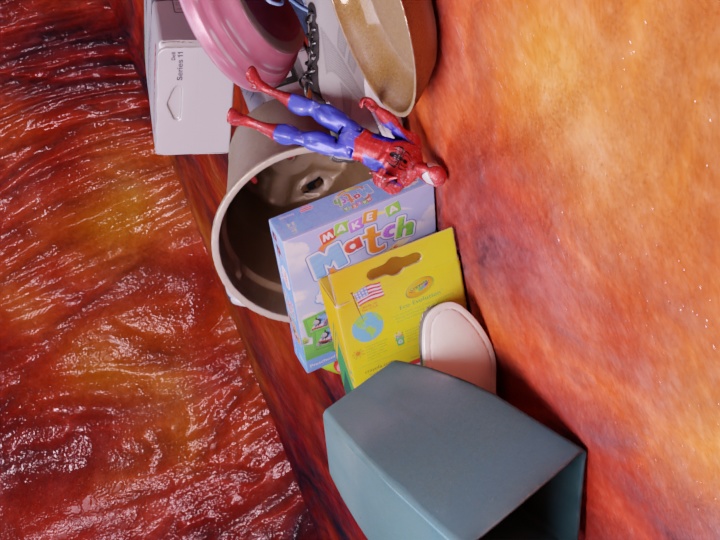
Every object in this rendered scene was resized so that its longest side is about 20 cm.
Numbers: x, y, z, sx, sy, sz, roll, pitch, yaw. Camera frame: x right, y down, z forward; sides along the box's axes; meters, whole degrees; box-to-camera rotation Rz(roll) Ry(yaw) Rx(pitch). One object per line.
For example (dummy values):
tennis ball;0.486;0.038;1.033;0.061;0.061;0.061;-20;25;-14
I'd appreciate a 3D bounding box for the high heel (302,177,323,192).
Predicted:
high heel;-0.085;-0.069;1.544;0.200;0.142;0.072;-130;22;-57

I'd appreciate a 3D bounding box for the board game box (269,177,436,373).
board game box;0.000;0.000;1.257;0.200;0.151;0.037;82;161;-50

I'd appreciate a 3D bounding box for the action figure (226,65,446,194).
action figure;-0.019;-0.120;1.135;0.199;0.066;0.099;23;174;8

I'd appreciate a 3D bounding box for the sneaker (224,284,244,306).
sneaker;-0.051;0.010;1.436;0.073;0.199;0.071;-78;-8;-45

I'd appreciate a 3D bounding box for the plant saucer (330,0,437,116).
plant saucer;0.016;-0.224;1.068;0.200;0.035;0.201;158;90;-79

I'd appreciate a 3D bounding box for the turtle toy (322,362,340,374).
turtle toy;-0.008;0.064;1.532;0.200;0.101;0.146;103;144;-70

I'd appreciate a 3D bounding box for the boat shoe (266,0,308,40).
boat shoe;-0.074;-0.299;1.266;0.084;0.068;0.201;-151;41;-73

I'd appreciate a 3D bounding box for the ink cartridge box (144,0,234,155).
ink cartridge box;-0.187;-0.239;1.431;0.201;0.083;0.147;-104;17;-45

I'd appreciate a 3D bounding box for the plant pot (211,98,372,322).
plant pot;-0.061;-0.079;1.360;0.184;0.199;0.201;-110;5;-56

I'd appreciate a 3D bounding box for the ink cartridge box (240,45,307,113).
ink cartridge box;-0.098;-0.224;1.511;0.116;0.068;0.201;157;93;-78

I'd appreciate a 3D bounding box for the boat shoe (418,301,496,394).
boat shoe;0.094;0.117;1.233;0.060;0.072;0.203;29;143;65

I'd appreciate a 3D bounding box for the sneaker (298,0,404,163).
sneaker;-0.024;-0.193;1.207;0.074;0.079;0.201;166;84;-80

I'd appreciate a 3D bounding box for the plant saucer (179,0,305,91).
plant saucer;-0.112;-0.280;1.324;0.200;0.051;0.201;42;-141;-48

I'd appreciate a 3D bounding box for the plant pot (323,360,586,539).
plant pot;0.066;0.179;1.131;0.200;0.141;0.142;35;146;34

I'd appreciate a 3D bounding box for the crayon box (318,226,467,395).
crayon box;0.037;0.050;1.242;0.051;0.126;0.201;-126;20;-51
